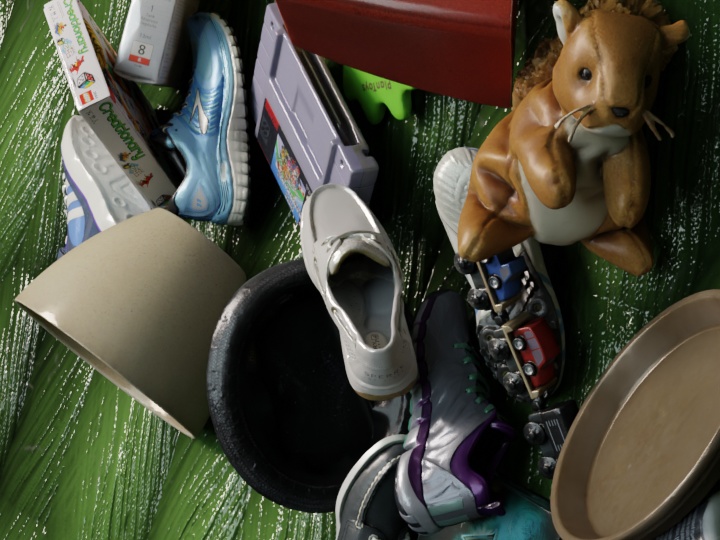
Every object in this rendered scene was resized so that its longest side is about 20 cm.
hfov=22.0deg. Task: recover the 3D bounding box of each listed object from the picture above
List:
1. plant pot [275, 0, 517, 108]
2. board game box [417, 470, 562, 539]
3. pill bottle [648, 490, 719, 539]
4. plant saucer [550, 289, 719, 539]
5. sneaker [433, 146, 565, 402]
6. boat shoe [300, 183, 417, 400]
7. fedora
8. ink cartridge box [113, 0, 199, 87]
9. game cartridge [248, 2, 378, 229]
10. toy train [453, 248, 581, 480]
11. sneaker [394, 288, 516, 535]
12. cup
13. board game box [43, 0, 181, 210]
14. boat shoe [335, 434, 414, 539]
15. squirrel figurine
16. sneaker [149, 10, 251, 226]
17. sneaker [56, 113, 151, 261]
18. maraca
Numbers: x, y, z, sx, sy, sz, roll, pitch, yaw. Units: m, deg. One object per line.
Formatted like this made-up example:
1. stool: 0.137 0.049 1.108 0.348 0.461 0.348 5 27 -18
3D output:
1. plant pot: 0.031 -0.244 1.370 0.175 0.200 0.202 3 80 6
2. board game box: 0.085 0.254 1.393 0.135 0.028 0.202 25 101 46
3. pill bottle: 0.194 0.236 1.222 0.200 0.106 0.107 -42 55 35
4. plant saucer: 0.200 0.103 1.235 0.200 0.029 0.201 -49 18 22
5. sneaker: 0.112 0.001 1.396 0.071 0.072 0.202 -22 79 24
6. boat shoe: 0.000 0.000 1.402 0.070 0.070 0.201 83 169 -52
7. fedora: -0.036 0.091 1.494 0.092 0.199 0.203 -179 99 -82
8. ink cartridge box: -0.174 -0.270 1.692 0.162 0.050 0.202 -81 2 -85
9. game cartridge: -0.045 -0.113 1.566 0.201 0.038 0.130 63 149 34
10. toy train: 0.120 0.058 1.335 0.046 0.034 0.201 -19 95 41
11. sneaker: 0.083 0.102 1.389 0.087 0.074 0.201 -12 56 28
12. cup: -0.182 0.032 1.629 0.200 0.200 0.144 28 77 46
13. board game box: -0.221 -0.147 1.689 0.034 0.200 0.127 -25 59 3
14. boat shoe: 0.011 0.224 1.445 0.060 0.075 0.201 52 132 52
15. squirrel figurine: 0.155 -0.121 1.285 0.187 0.140 0.201 101 179 -48
16. sneaker: -0.145 -0.139 1.655 0.078 0.089 0.202 100 166 -73
17. sneaker: -0.266 -0.039 1.793 0.147 0.080 0.201 -57 41 30
18. maraca: 0.003 -0.221 1.524 0.137 0.106 0.202 1 105 62
